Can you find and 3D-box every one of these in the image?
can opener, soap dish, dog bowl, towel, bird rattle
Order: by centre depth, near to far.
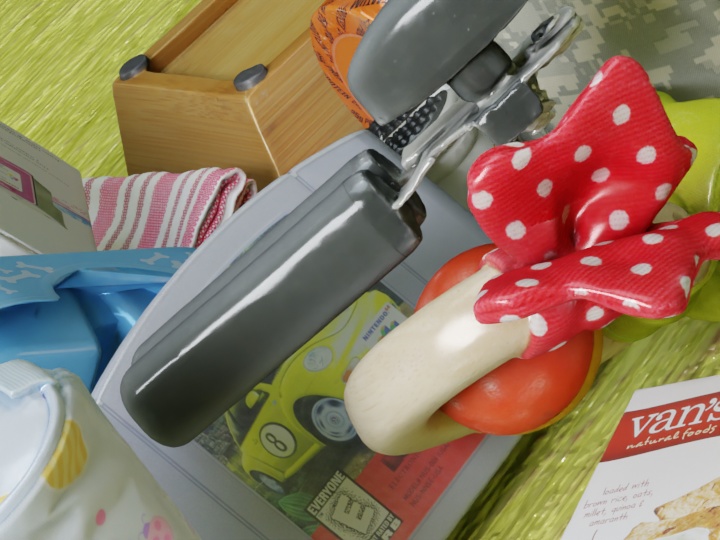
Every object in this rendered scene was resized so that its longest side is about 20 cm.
[{"bbox_3d":[0.068,0.015,0.951,0.163,0.113,0.200,-37,-6,22],"label":"bird rattle"},{"bbox_3d":[-0.006,-0.025,0.958,0.200,0.066,0.053,-45,6,15],"label":"can opener"},{"bbox_3d":[-0.104,0.045,1.089,0.199,0.112,0.050,-3,31,-38],"label":"dog bowl"},{"bbox_3d":[-0.131,0.016,1.296,0.200,0.030,0.147,1,57,59],"label":"towel"},{"bbox_3d":[-0.009,-0.106,1.350,0.200,0.081,0.157,-44,26,-20],"label":"soap dish"}]

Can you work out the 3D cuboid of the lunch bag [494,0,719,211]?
[{"bbox_3d":[0.106,-0.115,1.081,0.139,0.201,0.168,-40,24,-13],"label":"lunch bag"}]

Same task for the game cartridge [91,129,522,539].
[{"bbox_3d":[-0.017,0.047,1.036,0.200,0.133,0.041,-51,-4,-29],"label":"game cartridge"}]

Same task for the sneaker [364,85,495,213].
[{"bbox_3d":[0.000,0.000,1.179,0.200,0.080,0.074,-33,25,50],"label":"sneaker"}]

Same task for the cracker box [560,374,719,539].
[{"bbox_3d":[0.110,0.110,0.851,0.133,0.058,0.200,-14,32,40],"label":"cracker box"}]

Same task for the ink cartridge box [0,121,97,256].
[{"bbox_3d":[-0.178,0.022,1.198,0.145,0.084,0.200,-57,14,9],"label":"ink cartridge box"}]

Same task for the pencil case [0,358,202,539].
[{"bbox_3d":[-0.066,0.116,0.901,0.091,0.200,0.083,-42,31,2],"label":"pencil case"}]

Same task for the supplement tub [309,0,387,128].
[{"bbox_3d":[0.079,-0.137,1.245,0.200,0.123,0.122,-44,26,-19],"label":"supplement tub"}]
